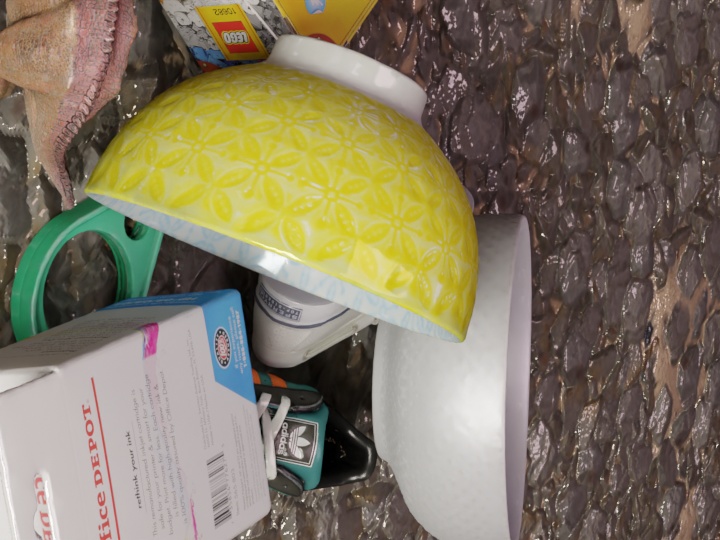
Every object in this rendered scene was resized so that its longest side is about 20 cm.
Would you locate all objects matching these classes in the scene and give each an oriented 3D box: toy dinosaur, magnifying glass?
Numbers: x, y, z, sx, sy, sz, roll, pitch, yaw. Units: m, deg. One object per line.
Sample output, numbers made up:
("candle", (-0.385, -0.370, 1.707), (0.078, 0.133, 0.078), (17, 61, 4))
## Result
("toy dinosaur", (-0.126, -0.122, 0.756), (0.086, 0.135, 0.201), (-7, 104, -54))
("magnifying glass", (-0.116, -0.032, 0.890), (0.200, 0.022, 0.080), (-60, 140, -28))

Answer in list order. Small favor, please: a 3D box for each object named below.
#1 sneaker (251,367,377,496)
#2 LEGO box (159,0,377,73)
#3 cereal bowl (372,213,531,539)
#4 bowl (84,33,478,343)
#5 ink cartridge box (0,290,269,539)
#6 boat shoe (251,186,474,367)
("sneaker", (-0.063, 0.084, 0.938), (0.200, 0.080, 0.072), (19, 83, -55))
("LEGO box", (-0.036, -0.218, 0.898), (0.200, 0.077, 0.149), (-58, 133, -31))
("cereal bowl", (0.054, 0.064, 0.989), (0.200, 0.083, 0.201), (3, 90, -81))
("bowl", (-0.022, -0.050, 0.820), (0.200, 0.200, 0.108), (28, 83, -54))
("ink cartridge box", (-0.121, 0.086, 0.760), (0.200, 0.068, 0.116), (-24, 108, -63))
("boat shoe", (0.000, 0.000, 1.035), (0.200, 0.071, 0.070), (-39, 155, -49))
